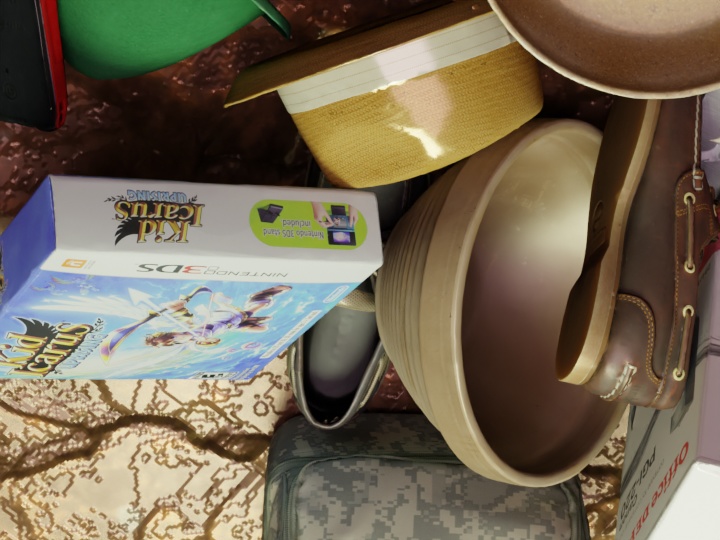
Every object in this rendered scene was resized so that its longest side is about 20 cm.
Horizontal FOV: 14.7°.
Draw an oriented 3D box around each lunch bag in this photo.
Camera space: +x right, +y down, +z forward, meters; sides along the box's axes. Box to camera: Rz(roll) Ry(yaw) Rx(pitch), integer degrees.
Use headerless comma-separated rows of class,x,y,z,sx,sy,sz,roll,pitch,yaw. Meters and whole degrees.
lunch bag,0.040,0.172,1.594,0.199,0.168,0.140,3,113,-2

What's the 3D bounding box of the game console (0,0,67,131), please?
game console,-0.238,-0.169,1.466,0.199,0.031,0.178,14,118,36

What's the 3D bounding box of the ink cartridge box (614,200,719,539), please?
ink cartridge box,0.201,0.085,1.521,0.084,0.200,0.146,16,136,-6

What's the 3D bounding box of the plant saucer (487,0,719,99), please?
plant saucer,0.147,-0.186,1.372,0.199,0.035,0.201,-1,105,-4

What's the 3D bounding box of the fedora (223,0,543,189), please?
fedora,0.030,-0.095,1.465,0.200,0.201,0.082,-18,96,7

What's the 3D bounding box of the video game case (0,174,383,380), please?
video game case,-0.110,0.009,1.497,0.181,0.046,0.200,3,158,-24

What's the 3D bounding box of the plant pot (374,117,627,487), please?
plant pot,0.073,0.014,1.544,0.092,0.201,0.202,6,119,37

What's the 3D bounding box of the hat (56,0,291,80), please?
hat,-0.152,-0.116,1.460,0.166,0.200,0.176,43,91,5

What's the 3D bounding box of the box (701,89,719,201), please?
box,0.278,-0.111,1.539,0.158,0.048,0.200,26,110,-11

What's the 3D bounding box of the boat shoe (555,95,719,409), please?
boat shoe,0.157,-0.023,1.496,0.070,0.070,0.201,16,75,-10

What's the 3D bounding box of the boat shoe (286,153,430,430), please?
boat shoe,0.000,0.000,1.572,0.074,0.073,0.201,4,113,-2
